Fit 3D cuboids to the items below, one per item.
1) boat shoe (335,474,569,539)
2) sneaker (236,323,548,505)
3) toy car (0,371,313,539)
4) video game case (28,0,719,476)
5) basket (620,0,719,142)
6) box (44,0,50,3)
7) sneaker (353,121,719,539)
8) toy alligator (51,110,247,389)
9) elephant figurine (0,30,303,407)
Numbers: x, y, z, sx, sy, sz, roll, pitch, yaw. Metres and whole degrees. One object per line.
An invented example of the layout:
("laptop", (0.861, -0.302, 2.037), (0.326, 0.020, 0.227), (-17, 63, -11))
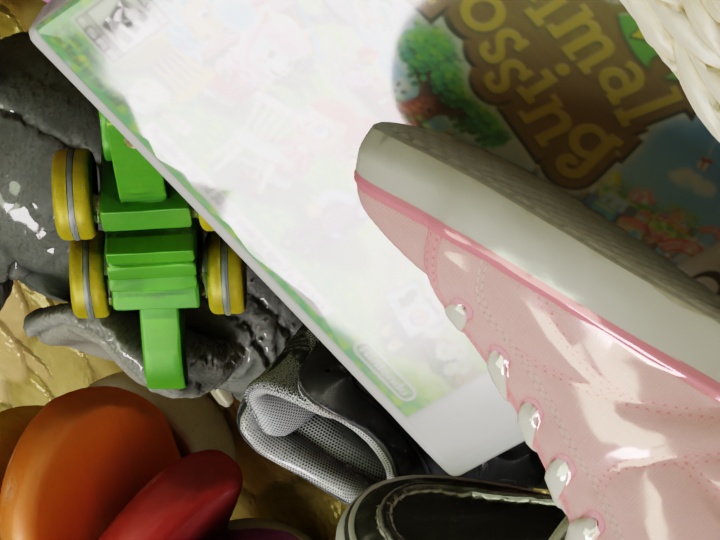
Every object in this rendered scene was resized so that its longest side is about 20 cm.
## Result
("boat shoe", (0.083, 0.097, 0.761), (0.200, 0.071, 0.064), (17, 139, 22))
("sneaker", (0.000, 0.000, 0.856), (0.200, 0.114, 0.075), (61, 150, 3))
("toy car", (-0.084, 0.136, 1.042), (0.200, 0.175, 0.150), (54, 143, -7))
("video game case", (0.033, -0.046, 0.718), (0.182, 0.022, 0.200), (-31, 112, 30))
("basket", (0.165, -0.066, 0.621), (0.200, 0.136, 0.123), (53, 147, -5))
("box", (-0.117, -0.170, 0.788), (0.200, 0.097, 0.176), (28, 167, 19))
("sneaker", (0.065, 0.047, 0.681), (0.200, 0.075, 0.105), (33, 103, 7))
("toy alligator", (-0.071, -0.040, 0.820), (0.059, 0.054, 0.200), (-3, 137, 0))
("elephant figurine", (-0.066, -0.006, 0.946), (0.200, 0.155, 0.142), (33, 115, 10))
